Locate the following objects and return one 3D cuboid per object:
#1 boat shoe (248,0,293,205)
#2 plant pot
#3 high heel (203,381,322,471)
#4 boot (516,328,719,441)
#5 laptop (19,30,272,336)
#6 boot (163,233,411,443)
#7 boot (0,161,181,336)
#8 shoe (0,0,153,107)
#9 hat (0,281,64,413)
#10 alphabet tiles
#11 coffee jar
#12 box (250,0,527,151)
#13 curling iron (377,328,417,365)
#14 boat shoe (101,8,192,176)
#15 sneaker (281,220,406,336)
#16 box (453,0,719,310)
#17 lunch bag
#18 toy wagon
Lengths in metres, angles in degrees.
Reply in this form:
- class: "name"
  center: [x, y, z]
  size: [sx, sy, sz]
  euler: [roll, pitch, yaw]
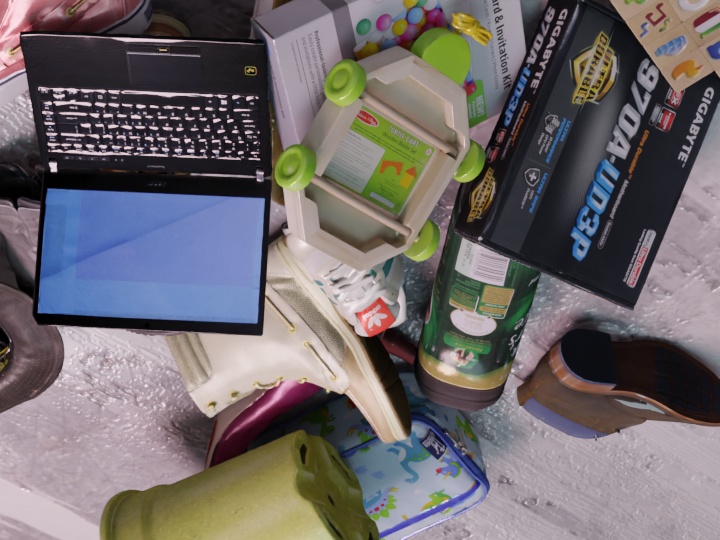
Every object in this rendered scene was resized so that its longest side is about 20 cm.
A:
- class: "boat shoe"
  center: [-0.069, -0.148, 1.315]
  size: [0.071, 0.069, 0.201]
  euler: [-23, 130, -40]
- class: "plant pot"
  center: [-0.091, 0.236, 1.498]
  size: [0.184, 0.201, 0.200]
  euler: [-32, 128, 15]
- class: "high heel"
  center: [-0.077, 0.136, 1.561]
  size: [0.095, 0.068, 0.201]
  euler: [18, 124, -9]
- class: "boot"
  center: [0.241, 0.113, 1.600]
  size: [0.199, 0.075, 0.097]
  euler: [19, 144, -22]
- class: "laptop"
  center: [-0.155, -0.061, 1.256]
  size: [0.176, 0.104, 0.201]
  euler: [2, 136, 2]
- class: "boot"
  center: [-0.062, 0.086, 1.472]
  size: [0.154, 0.072, 0.201]
  euler: [-32, 97, 11]
- class: "boot"
  center: [-0.204, -0.019, 1.367]
  size: [0.198, 0.070, 0.132]
  euler: [5, 142, 15]
- class: "shoe"
  center: [-0.256, -0.182, 1.264]
  size: [0.199, 0.072, 0.091]
  euler: [-23, 127, 8]
- class: "hat"
  center: [-0.343, 0.038, 1.437]
  size: [0.199, 0.081, 0.201]
  euler: [-4, 138, -3]
- class: "alphabet tiles"
  center: [0.276, -0.208, 1.265]
  size: [0.166, 0.006, 0.200]
  euler: [-31, 140, 16]
- class: "coffee jar"
  center: [0.102, 0.019, 1.460]
  size: [0.085, 0.105, 0.201]
  euler: [15, 131, 2]
- class: "box"
  center: [0.028, -0.156, 1.292]
  size: [0.199, 0.041, 0.157]
  euler: [-28, 134, -17]
- class: "curling iron"
  center: [0.023, 0.059, 1.530]
  size: [0.200, 0.050, 0.026]
  euler: [36, 89, -22]
- class: "boat shoe"
  center: [-0.165, -0.101, 1.340]
  size: [0.075, 0.074, 0.201]
  euler: [-1, 131, -6]
- class: "sneaker"
  center: [0.000, 0.000, 1.378]
  size: [0.070, 0.094, 0.200]
  euler: [-26, 168, 8]
- class: "box"
  center: [0.179, -0.090, 1.344]
  size: [0.158, 0.046, 0.201]
  euler: [23, 91, -28]
- class: "lunch bag"
  center: [0.010, 0.188, 1.616]
  size: [0.199, 0.083, 0.161]
  euler: [-26, 132, 17]
- class: "toy wagon"
  center: [0.027, -0.098, 1.267]
  size: [0.155, 0.039, 0.201]
  euler: [28, 93, -44]
